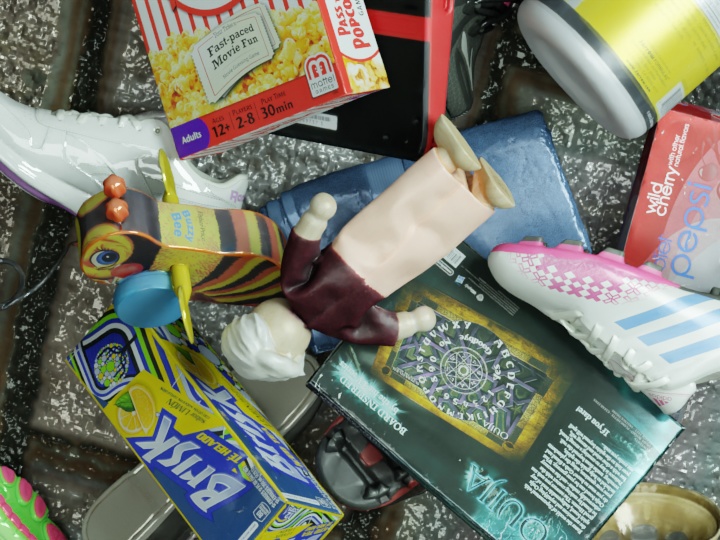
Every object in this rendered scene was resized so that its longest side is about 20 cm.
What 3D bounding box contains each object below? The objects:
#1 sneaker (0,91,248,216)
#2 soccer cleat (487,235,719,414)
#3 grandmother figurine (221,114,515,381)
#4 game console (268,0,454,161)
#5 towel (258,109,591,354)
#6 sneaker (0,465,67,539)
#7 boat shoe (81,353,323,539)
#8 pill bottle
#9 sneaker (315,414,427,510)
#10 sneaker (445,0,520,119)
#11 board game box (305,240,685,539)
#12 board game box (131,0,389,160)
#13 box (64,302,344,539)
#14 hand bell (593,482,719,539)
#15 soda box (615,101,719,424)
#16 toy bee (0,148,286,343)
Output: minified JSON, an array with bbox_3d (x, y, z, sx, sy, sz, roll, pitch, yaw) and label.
[{"bbox_3d":[-0.166,-0.077,1.737,0.200,0.075,0.100,32,95,-9],"label":"sneaker"},{"bbox_3d":[0.170,0.038,1.646,0.200,0.070,0.086,15,83,-1],"label":"soccer cleat"},{"bbox_3d":[0.000,0.000,1.631,0.200,0.061,0.121,-38,110,10],"label":"grandmother figurine"},{"bbox_3d":[-0.024,-0.168,1.674,0.200,0.031,0.177,13,108,38],"label":"game console"},{"bbox_3d":[0.042,-0.025,1.730,0.200,0.049,0.112,-18,97,9],"label":"towel"},{"bbox_3d":[-0.222,0.224,1.796,0.084,0.077,0.200,-30,93,27],"label":"sneaker"},{"bbox_3d":[-0.097,0.127,1.774,0.200,0.057,0.067,-39,58,7],"label":"boat shoe"},{"bbox_3d":[0.202,-0.183,1.646,0.200,0.112,0.112,-42,94,-4],"label":"pill bottle"},{"bbox_3d":[0.056,0.088,1.737,0.200,0.098,0.071,-35,81,-10],"label":"sneaker"},{"bbox_3d":[0.078,-0.188,1.677,0.084,0.077,0.200,13,104,2],"label":"sneaker"},{"bbox_3d":[0.084,0.086,1.673,0.200,0.028,0.135,41,81,6],"label":"board game box"},{"bbox_3d":[-0.076,-0.185,1.664,0.151,0.046,0.200,-19,87,41],"label":"board game box"},{"bbox_3d":[-0.101,0.106,1.705,0.064,0.070,0.200,-50,57,13],"label":"box"},{"bbox_3d":[0.187,0.251,1.757,0.104,0.104,0.200,-1,112,6],"label":"hand bell"},{"bbox_3d":[0.197,-0.005,1.710,0.070,0.063,0.200,15,100,2],"label":"soda box"},{"bbox_3d":[-0.132,-0.011,1.645,0.200,0.109,0.131,-20,64,-26],"label":"toy bee"}]
